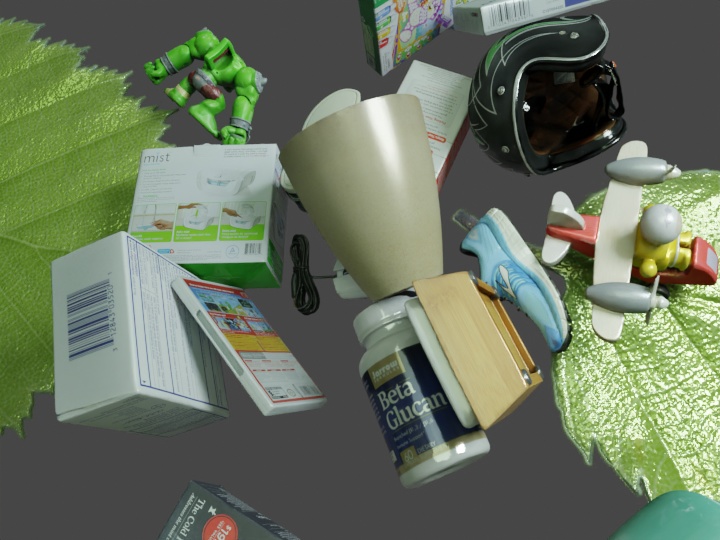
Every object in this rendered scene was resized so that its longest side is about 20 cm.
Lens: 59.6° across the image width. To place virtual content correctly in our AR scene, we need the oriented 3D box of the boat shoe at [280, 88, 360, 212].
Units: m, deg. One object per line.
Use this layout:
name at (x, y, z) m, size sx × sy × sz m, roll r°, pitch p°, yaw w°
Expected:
boat shoe at (-0.047, -0.175, 0.905) m, size 0.073 × 0.062 × 0.203 m, roll 6°, pitch 59°, yaw 26°

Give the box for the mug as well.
mug at (0.340, 0.309, 0.628) m, size 0.113 × 0.187 × 0.152 m, roll -34°, pitch 43°, yaw -10°

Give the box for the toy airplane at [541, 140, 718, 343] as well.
toy airplane at (0.315, -0.043, 0.744) m, size 0.196 × 0.141 × 0.203 m, roll -24°, pitch 78°, yaw -15°

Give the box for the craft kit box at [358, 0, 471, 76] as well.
craft kit box at (0.086, -0.413, 0.914) m, size 0.197 × 0.201 × 0.049 m, roll -41°, pitch 69°, yaw -9°

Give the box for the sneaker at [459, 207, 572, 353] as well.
sneaker at (0.196, 0.023, 0.803) m, size 0.089 × 0.078 × 0.202 m, roll -35°, pitch 63°, yaw 12°

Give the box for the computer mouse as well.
computer mouse at (0.000, 0.000, 0.839) m, size 0.195 × 0.044 × 0.112 m, roll -3°, pitch 66°, yaw 6°

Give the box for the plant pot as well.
plant pot at (0.021, -0.073, 0.754) m, size 0.184 × 0.187 × 0.204 m, roll -20°, pitch 85°, yaw -2°

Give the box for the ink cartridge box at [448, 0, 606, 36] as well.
ink cartridge box at (0.236, -0.387, 0.903) m, size 0.192 × 0.044 × 0.201 m, roll -17°, pitch 26°, yaw -1°

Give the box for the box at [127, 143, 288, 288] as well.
box at (-0.206, -0.074, 0.866) m, size 0.195 × 0.097 × 0.180 m, roll -2°, pitch 67°, yaw 6°

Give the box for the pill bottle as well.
pill bottle at (0.062, 0.137, 0.739) m, size 0.109 × 0.111 × 0.203 m, roll -22°, pitch 67°, yaw -3°

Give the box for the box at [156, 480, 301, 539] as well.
box at (-0.148, 0.366, 0.676) m, size 0.179 × 0.104 × 0.202 m, roll 25°, pitch 73°, yaw 15°

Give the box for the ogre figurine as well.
ogre figurine at (-0.224, -0.284, 0.956) m, size 0.120 × 0.098 × 0.199 m, roll -49°, pitch 59°, yaw -1°

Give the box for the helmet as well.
helmet at (0.234, -0.225, 0.824) m, size 0.187 × 0.200 × 0.204 m, roll -19°, pitch 65°, yaw 17°

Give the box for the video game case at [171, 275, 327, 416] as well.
video game case at (-0.132, 0.090, 0.768) m, size 0.017 × 0.143 × 0.201 m, roll -45°, pitch 69°, yaw 10°

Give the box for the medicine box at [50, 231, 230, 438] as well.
medicine box at (-0.254, 0.086, 0.743) m, size 0.101 × 0.200 × 0.186 m, roll -19°, pitch 66°, yaw 10°

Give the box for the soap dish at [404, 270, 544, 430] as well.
soap dish at (0.132, 0.084, 0.694) m, size 0.080 × 0.199 × 0.160 m, roll -30°, pitch 73°, yaw 15°

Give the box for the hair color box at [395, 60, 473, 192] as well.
hair color box at (0.085, -0.189, 0.896) m, size 0.109 × 0.064 × 0.203 m, roll 22°, pitch 71°, yaw 15°
